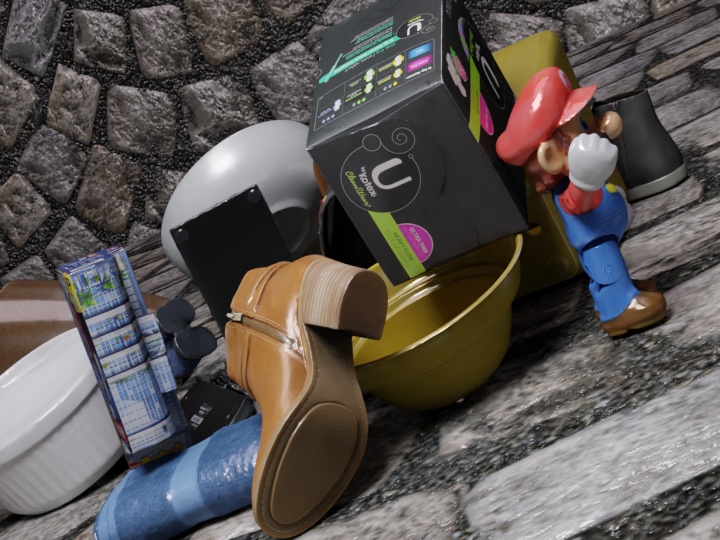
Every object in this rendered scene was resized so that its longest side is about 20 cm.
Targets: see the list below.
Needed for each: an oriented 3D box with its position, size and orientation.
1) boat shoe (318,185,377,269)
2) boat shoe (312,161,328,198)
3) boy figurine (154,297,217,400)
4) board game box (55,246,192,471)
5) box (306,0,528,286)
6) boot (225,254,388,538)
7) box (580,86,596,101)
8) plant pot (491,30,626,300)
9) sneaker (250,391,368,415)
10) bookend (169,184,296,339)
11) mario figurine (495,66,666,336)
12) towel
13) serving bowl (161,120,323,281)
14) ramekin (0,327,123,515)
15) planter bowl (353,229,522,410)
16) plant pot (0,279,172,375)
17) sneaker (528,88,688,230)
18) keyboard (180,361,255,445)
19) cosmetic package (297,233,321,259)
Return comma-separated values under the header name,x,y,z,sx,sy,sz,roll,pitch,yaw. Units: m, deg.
name,x,y,z,sx,sy,sz,roll,pitch,yaw
boat shoe,-0.003,0.000,1.263,0.073,0.204,0.063,4,33,13
boat shoe,0.022,-0.035,1.332,0.070,0.203,0.070,-24,10,-42
boy figurine,-0.236,0.109,1.476,0.200,0.125,0.064,-42,-8,35
board game box,-0.194,0.085,1.180,0.061,0.202,0.200,-21,7,-13
box,0.048,-0.118,1.120,0.123,0.149,0.201,-24,31,19
boot,-0.059,0.087,1.010,0.154,0.073,0.202,2,68,54
box,0.176,-0.115,1.491,0.201,0.041,0.156,-55,-6,13
plant pot,0.128,-0.069,1.291,0.194,0.196,0.201,-22,24,19
sneaker,-0.012,0.068,1.213,0.199,0.083,0.075,-30,11,-23
bookend,-0.095,0.019,1.338,0.091,0.201,0.200,-27,9,-1
mario figurine,0.182,-0.060,1.034,0.105,0.202,0.123,-31,12,-27
towel,-0.115,0.160,1.101,0.198,0.049,0.112,-24,11,11
serving bowl,-0.102,-0.053,1.415,0.199,0.066,0.201,-29,-31,-20
ramekin,-0.306,0.153,1.384,0.201,0.095,0.203,-30,23,14
planter bowl,0.056,0.050,1.091,0.199,0.084,0.201,-28,19,10
plant pot,-0.308,0.093,1.644,0.197,0.190,0.187,-7,15,16
sneaker,0.237,-0.116,1.465,0.198,0.107,0.075,-21,11,29
keyboard,-0.136,0.143,1.331,0.104,0.040,0.200,-52,18,-11
cosmetic package,-0.057,0.003,1.614,0.070,0.106,0.200,-26,8,-3
